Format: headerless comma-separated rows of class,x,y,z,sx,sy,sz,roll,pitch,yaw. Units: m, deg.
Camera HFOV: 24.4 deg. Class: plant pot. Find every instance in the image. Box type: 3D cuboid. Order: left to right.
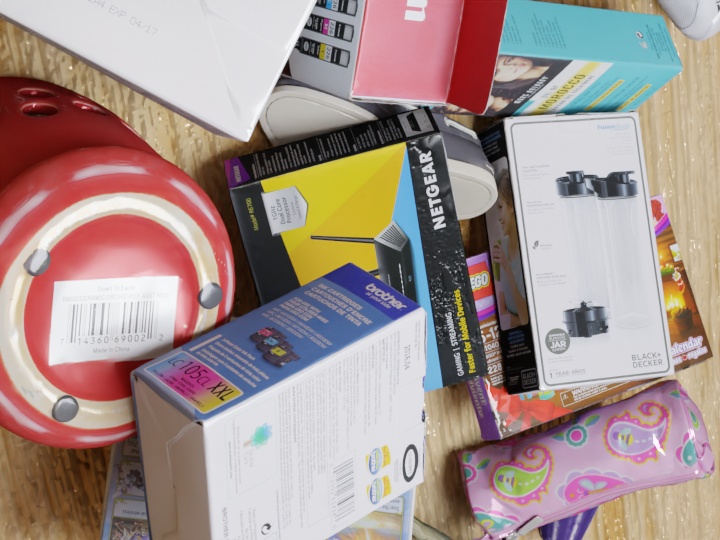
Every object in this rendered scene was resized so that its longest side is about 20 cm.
plant pot,-0.184,-0.005,1.003,0.199,0.182,0.202,-10,109,-32

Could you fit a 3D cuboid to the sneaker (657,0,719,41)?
sneaker,0.197,-0.241,1.248,0.115,0.075,0.201,-38,118,-17

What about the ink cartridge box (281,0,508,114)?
ink cartridge box,0.018,-0.214,1.071,0.083,0.175,0.202,0,105,-34

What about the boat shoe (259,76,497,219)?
boat shoe,0.012,-0.098,1.191,0.199,0.063,0.073,21,137,-29

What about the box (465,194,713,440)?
box,0.165,0.035,1.292,0.199,0.039,0.138,-18,89,-21

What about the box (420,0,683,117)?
box,0.136,-0.151,1.217,0.199,0.082,0.050,-2,64,-37

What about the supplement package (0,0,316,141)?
supplement package,-0.128,-0.192,0.981,0.199,0.111,0.157,27,90,-16

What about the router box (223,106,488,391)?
router box,0.000,0.000,1.165,0.148,0.051,0.201,-15,121,-1

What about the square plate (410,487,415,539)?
square plate,-0.057,0.212,1.194,0.198,0.029,0.199,-17,142,-15

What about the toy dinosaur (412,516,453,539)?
toy dinosaur,0.079,0.229,1.256,0.200,0.088,0.047,41,114,-5

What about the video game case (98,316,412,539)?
video game case,-0.064,0.125,1.099,0.198,0.046,0.183,7,63,-3

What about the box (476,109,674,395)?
box,0.159,-0.014,1.243,0.116,0.060,0.202,-6,85,-20

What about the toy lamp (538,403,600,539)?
toy lamp,0.182,0.128,1.371,0.058,0.058,0.202,3,101,-34

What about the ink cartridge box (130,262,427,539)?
ink cartridge box,-0.032,0.088,0.998,0.199,0.076,0.137,-25,130,-32

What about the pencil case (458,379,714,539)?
pencil case,0.174,0.153,1.302,0.199,0.088,0.088,-22,123,14
